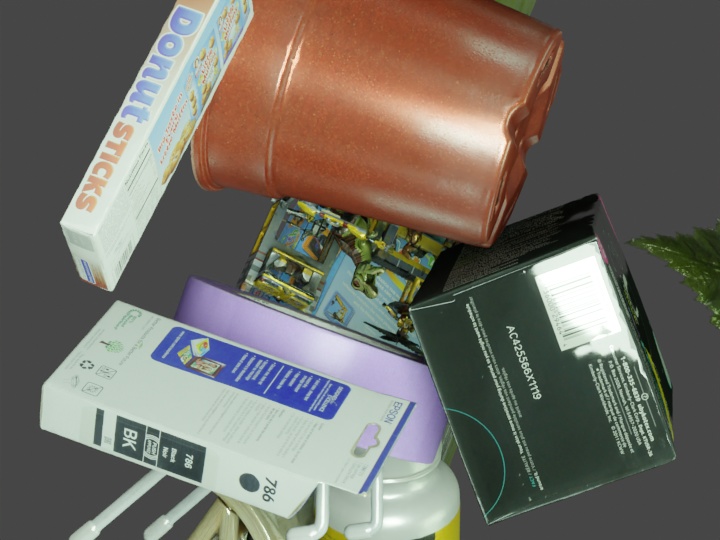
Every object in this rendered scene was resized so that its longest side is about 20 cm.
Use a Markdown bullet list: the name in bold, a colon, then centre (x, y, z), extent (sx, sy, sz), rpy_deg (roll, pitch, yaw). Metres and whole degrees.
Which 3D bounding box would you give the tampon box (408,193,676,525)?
- **tampon box**: centre (0.123, 0.051, 1.213), extent (0.200, 0.126, 0.151), rpy_deg (-51, 120, -77)

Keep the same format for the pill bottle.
- **pill bottle**: centre (0.020, 0.200, 1.400), extent (0.111, 0.111, 0.201), rpy_deg (-53, 146, -58)

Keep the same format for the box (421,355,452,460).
- **box**: centre (0.038, 0.165, 1.541), extent (0.158, 0.048, 0.201), rpy_deg (-53, 163, -69)

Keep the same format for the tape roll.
- **tape roll**: centre (-0.033, 0.066, 1.263), extent (0.200, 0.199, 0.066), rpy_deg (18, 92, -80)

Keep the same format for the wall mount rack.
- **wall mount rack**: centre (-0.085, 0.146, 1.215), extent (0.200, 0.173, 0.075), rpy_deg (20, 71, -71)

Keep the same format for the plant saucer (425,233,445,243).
- **plant saucer**: centre (0.057, -0.045, 1.574), extent (0.036, 0.200, 0.200), rpy_deg (-51, 167, -5)

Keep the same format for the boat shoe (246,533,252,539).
- **boat shoe**: centre (-0.063, 0.210, 1.753), extent (0.072, 0.067, 0.200), rpy_deg (101, 15, -48)

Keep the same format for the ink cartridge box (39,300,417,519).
- **ink cartridge box**: centre (-0.075, 0.085, 1.080), extent (0.100, 0.199, 0.039), rpy_deg (-53, 157, -55)

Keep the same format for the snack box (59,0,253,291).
- **snack box**: centre (-0.112, -0.090, 1.055), extent (0.072, 0.024, 0.201), rpy_deg (85, 26, -64)

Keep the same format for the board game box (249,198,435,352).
- **board game box**: centre (-0.015, 0.034, 1.491), extent (0.036, 0.151, 0.201), rpy_deg (-14, -139, 48)

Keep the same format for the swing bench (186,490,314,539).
- **swing bench**: centre (-0.100, 0.233, 1.426), extent (0.199, 0.129, 0.201), rpy_deg (-14, 123, -77)

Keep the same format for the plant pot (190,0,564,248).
- **plant pot**: centre (0.019, -0.116, 1.211), extent (0.201, 0.194, 0.202), rpy_deg (20, 90, -80)

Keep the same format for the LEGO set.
- **LEGO set**: centre (0.000, 0.000, 1.371), extent (0.154, 0.199, 0.116), rpy_deg (-11, -127, 65)
